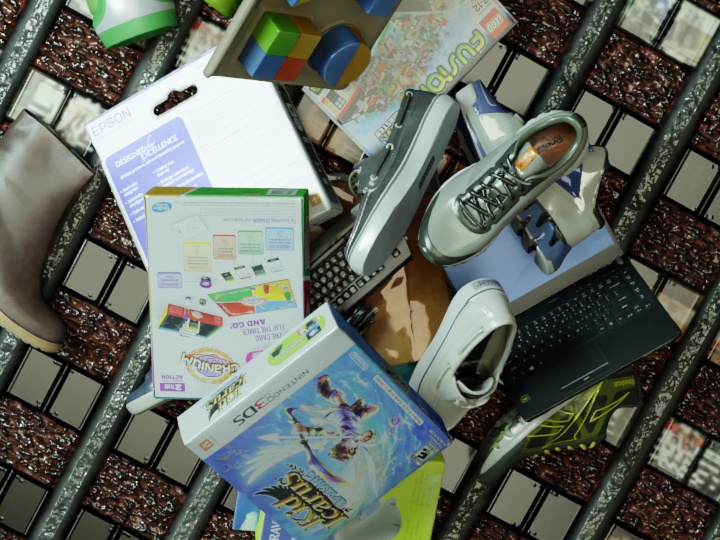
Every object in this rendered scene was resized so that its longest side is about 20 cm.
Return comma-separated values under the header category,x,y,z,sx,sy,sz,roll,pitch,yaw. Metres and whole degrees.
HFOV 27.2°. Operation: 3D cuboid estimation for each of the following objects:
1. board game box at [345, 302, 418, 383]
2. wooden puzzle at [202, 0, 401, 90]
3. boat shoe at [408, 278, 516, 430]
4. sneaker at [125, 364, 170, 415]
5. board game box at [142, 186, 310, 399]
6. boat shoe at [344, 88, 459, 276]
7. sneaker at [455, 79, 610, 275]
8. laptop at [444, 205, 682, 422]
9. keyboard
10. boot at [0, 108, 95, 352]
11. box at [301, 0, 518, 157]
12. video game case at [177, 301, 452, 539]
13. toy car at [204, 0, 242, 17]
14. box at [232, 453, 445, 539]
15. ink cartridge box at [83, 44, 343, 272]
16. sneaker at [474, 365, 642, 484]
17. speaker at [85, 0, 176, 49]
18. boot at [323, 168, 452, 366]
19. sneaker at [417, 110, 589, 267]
category,x,y,z,sx,sy,sz,roll,pitch,yaw
board game box,-0.036,0.120,1.523,0.199,0.028,0.136,-27,96,1
wooden puzzle,-0.026,-0.234,1.344,0.046,0.199,0.186,51,124,26
boat shoe,0.103,0.099,1.441,0.072,0.066,0.201,1,133,-28
sneaker,-0.169,0.059,1.496,0.200,0.075,0.085,-40,89,-2
board game box,-0.124,0.023,1.407,0.152,0.040,0.201,2,105,6
boat shoe,0.025,-0.090,1.416,0.066,0.070,0.201,22,74,17
sneaker,0.180,-0.106,1.473,0.115,0.081,0.200,-29,82,-6
laptop,0.188,0.016,1.478,0.177,0.200,0.103,-29,133,3
keyboard,-0.033,0.030,1.439,0.200,0.040,0.104,-41,94,5
boot,-0.322,-0.038,1.476,0.166,0.072,0.200,-42,92,5
box,0.048,-0.214,1.484,0.110,0.035,0.200,44,94,-6
video game case,-0.040,0.152,1.399,0.181,0.046,0.200,-37,125,9
toy car,-0.068,-0.298,1.390,0.157,0.200,0.165,35,94,-5
box,-0.023,0.228,1.507,0.199,0.048,0.123,7,107,-10
ink cartridge box,-0.145,-0.100,1.453,0.197,0.043,0.201,-27,80,13
sneaker,0.204,0.157,1.509,0.200,0.074,0.085,-41,96,3
speaker,-0.245,-0.321,1.440,0.088,0.088,0.201,-19,96,1
boot,0.000,0.000,1.486,0.187,0.068,0.201,-7,92,-6
sneaker,0.132,-0.083,1.391,0.200,0.079,0.074,-42,86,-2
